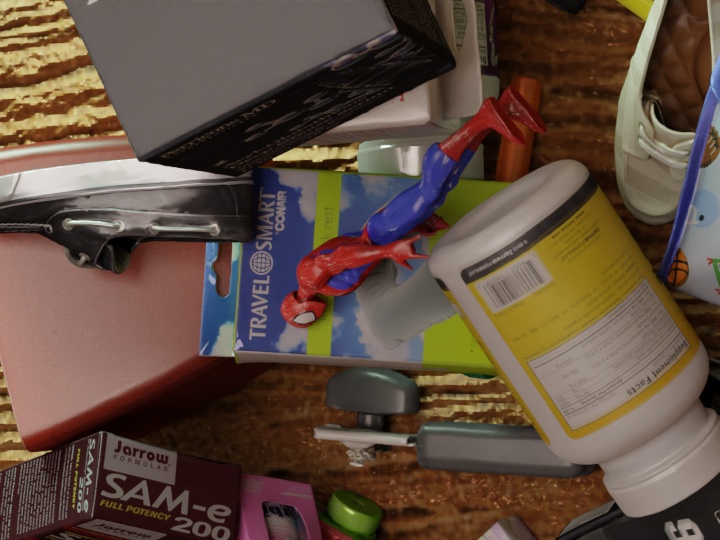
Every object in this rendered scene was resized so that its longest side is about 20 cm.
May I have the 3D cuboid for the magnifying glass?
[{"bbox_3d":[0.092,-0.028,1.408,0.022,0.080,0.201,9,84,29],"label":"magnifying glass"}]

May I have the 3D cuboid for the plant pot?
[{"bbox_3d":[-0.139,0.003,1.456,0.176,0.200,0.200,-16,83,10],"label":"plant pot"}]

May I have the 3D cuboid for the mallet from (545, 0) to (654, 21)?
[{"bbox_3d":[0.195,-0.148,1.376,0.200,0.041,0.066,45,109,14],"label":"mallet"}]

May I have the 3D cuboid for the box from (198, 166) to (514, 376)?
[{"bbox_3d":[0.000,0.000,1.344,0.199,0.048,0.122,3,79,0],"label":"box"}]

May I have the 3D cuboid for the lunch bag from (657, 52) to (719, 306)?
[{"bbox_3d":[0.286,-0.063,1.278,0.170,0.124,0.200,21,103,19],"label":"lunch bag"}]

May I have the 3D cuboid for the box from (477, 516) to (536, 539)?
[{"bbox_3d":[0.144,0.250,1.399,0.041,0.039,0.200,-44,73,20],"label":"box"}]

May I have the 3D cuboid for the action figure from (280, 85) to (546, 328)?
[{"bbox_3d":[0.024,-0.028,1.266,0.200,0.065,0.052,-38,93,26],"label":"action figure"}]

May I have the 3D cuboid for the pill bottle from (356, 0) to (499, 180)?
[{"bbox_3d":[0.034,-0.156,1.407,0.112,0.112,0.201,-4,89,25],"label":"pill bottle"}]

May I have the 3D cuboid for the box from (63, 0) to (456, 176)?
[{"bbox_3d":[-0.048,-0.131,1.137,0.148,0.200,0.107,-26,85,11],"label":"box"}]

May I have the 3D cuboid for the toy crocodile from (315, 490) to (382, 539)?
[{"bbox_3d":[0.010,0.207,1.448,0.200,0.062,0.068,32,103,22],"label":"toy crocodile"}]

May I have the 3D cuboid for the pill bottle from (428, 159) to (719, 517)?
[{"bbox_3d":[0.137,0.043,1.273,0.112,0.112,0.200,-31,99,22],"label":"pill bottle"}]

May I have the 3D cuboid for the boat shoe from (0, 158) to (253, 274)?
[{"bbox_3d":[-0.161,-0.031,1.330,0.199,0.072,0.068,-6,88,11],"label":"boat shoe"}]

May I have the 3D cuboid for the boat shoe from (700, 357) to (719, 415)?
[{"bbox_3d":[0.190,0.077,1.362,0.200,0.064,0.071,10,94,25],"label":"boat shoe"}]

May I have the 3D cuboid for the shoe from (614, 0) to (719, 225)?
[{"bbox_3d":[0.195,-0.117,1.338,0.070,0.053,0.200,20,117,19],"label":"shoe"}]

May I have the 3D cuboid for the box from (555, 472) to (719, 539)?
[{"bbox_3d":[0.237,0.214,1.320,0.159,0.046,0.200,-29,93,27],"label":"box"}]

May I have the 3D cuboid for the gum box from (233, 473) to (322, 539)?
[{"bbox_3d":[-0.097,0.231,1.445,0.200,0.066,0.114,-44,47,38],"label":"gum box"}]

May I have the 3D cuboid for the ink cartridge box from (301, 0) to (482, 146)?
[{"bbox_3d":[-0.024,-0.141,1.298,0.199,0.125,0.129,-3,90,11],"label":"ink cartridge box"}]

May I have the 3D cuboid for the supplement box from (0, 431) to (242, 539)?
[{"bbox_3d":[-0.178,0.164,1.430,0.200,0.109,0.061,-24,56,51],"label":"supplement box"}]

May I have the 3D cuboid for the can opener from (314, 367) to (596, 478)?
[{"bbox_3d":[0.059,0.106,1.429,0.200,0.053,0.067,6,92,25],"label":"can opener"}]
